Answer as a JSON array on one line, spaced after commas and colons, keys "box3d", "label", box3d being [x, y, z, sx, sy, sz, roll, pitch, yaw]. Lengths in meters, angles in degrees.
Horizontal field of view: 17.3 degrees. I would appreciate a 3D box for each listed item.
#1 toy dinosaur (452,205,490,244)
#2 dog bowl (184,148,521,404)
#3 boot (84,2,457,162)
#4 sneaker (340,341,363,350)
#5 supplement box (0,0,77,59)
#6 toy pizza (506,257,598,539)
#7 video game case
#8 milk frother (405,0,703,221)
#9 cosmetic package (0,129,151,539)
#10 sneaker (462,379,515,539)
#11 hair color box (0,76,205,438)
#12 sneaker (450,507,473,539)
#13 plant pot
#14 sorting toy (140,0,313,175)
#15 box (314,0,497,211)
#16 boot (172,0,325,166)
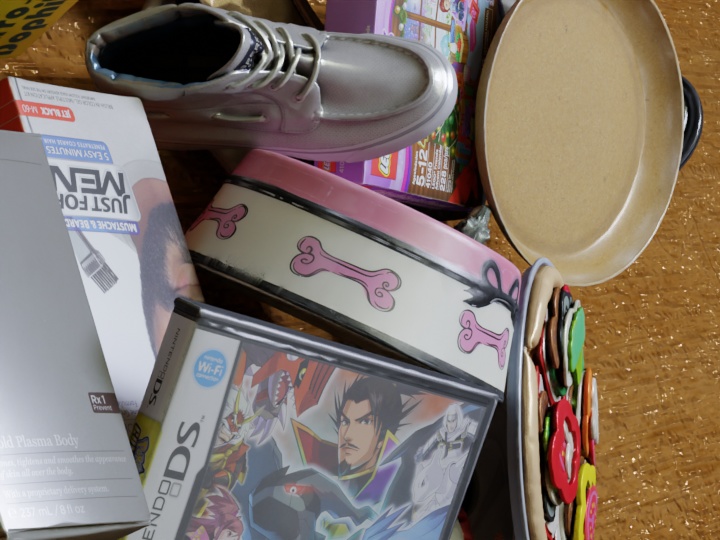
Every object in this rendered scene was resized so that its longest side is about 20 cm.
[{"box3d": [0.034, 0.058, 1.404, 0.047, 0.088, 0.202, 12, 81, -31], "label": "toy dinosaur"}, {"box3d": [0.000, 0.000, 1.292, 0.200, 0.199, 0.074, 29, 85, -46], "label": "dog bowl"}, {"box3d": [-0.050, -0.104, 1.282, 0.096, 0.198, 0.074, 60, 27, -74], "label": "boot"}, {"box3d": [-0.041, 0.108, 1.251, 0.075, 0.087, 0.201, 46, 34, -32], "label": "sneaker"}, {"box3d": [-0.218, -0.215, 1.176, 0.109, 0.109, 0.201, -10, 75, -40], "label": "supplement box"}, {"box3d": [0.118, 0.093, 1.383, 0.200, 0.031, 0.202, -2, 90, -75], "label": "toy pizza"}, {"box3d": [-0.036, 0.123, 1.159, 0.199, 0.025, 0.182, 18, 92, -38], "label": "video game case"}, {"box3d": [0.107, -0.127, 1.545, 0.188, 0.198, 0.182, 1, 77, -72], "label": "milk frother"}, {"box3d": [-0.181, 0.037, 1.082, 0.107, 0.090, 0.201, 1, 69, -55], "label": "cosmetic package"}, {"box3d": [0.072, 0.109, 1.453, 0.079, 0.074, 0.201, 37, 38, -30], "label": "sneaker"}, {"box3d": [-0.137, 0.008, 1.201, 0.111, 0.064, 0.201, 4, 65, -58], "label": "hair color box"}, {"box3d": [0.024, 0.182, 1.311, 0.098, 0.071, 0.202, 12, 58, -58], "label": "sneaker"}, {"box3d": [0.132, -0.092, 1.467, 0.199, 0.027, 0.202, -7, 99, -46], "label": "plant pot"}, {"box3d": [-0.067, -0.115, 1.451, 0.200, 0.036, 0.186, 54, 30, -25], "label": "sorting toy"}, {"box3d": [0.031, -0.141, 1.394, 0.136, 0.039, 0.202, 9, 85, -56], "label": "box"}, {"box3d": [-0.055, -0.122, 1.392, 0.075, 0.073, 0.201, -41, 114, -31], "label": "boot"}]
